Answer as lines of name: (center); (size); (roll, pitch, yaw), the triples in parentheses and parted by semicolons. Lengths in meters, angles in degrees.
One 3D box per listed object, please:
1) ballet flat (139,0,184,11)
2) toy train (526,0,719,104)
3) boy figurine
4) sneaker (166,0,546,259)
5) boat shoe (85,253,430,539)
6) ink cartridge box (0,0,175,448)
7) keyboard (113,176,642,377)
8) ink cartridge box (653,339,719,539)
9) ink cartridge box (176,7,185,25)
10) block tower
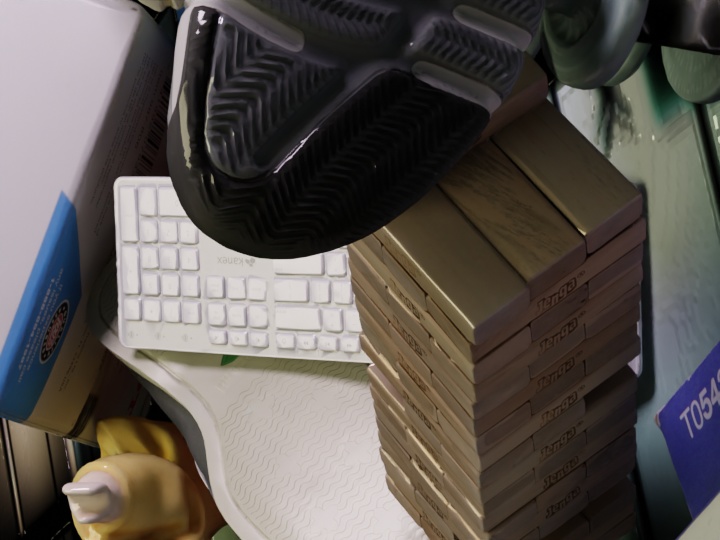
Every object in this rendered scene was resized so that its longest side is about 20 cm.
ballet flat: (-0.075, -0.123, 0.866); (0.075, 0.068, 0.200); (67, 170, -19)
toy train: (0.068, -0.101, 0.659); (0.200, 0.085, 0.114); (-156, 75, -68)
boy figurine: (-0.088, 0.111, 0.913); (0.200, 0.064, 0.125); (-70, -16, -52)
sneaker: (0.000, -0.084, 0.626); (0.200, 0.075, 0.115); (-67, 14, -18)
boat shoe: (-0.019, 0.054, 0.861); (0.200, 0.072, 0.068); (45, 174, 49)
ink cartridge box: (-0.118, -0.019, 0.971); (0.200, 0.084, 0.145); (48, -119, -79)
keyboard: (0.000, 0.000, 0.810); (0.200, 0.011, 0.056); (2, 102, 37)
ink cartridge box: (0.119, 0.081, 0.618); (0.196, 0.043, 0.200); (117, 140, -55)
ink cartridge box: (-0.025, -0.166, 0.889); (0.116, 0.067, 0.201); (156, 107, -68)
block tower: (0.036, 0.024, 0.684); (0.058, 0.054, 0.200); (48, 165, 27)
